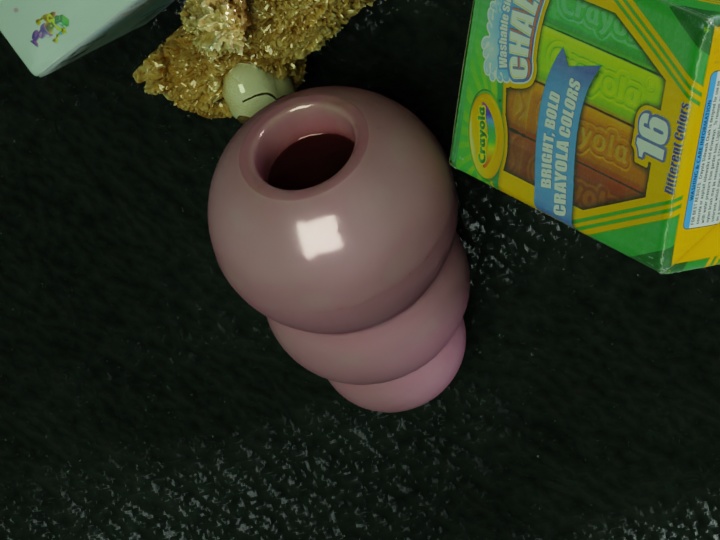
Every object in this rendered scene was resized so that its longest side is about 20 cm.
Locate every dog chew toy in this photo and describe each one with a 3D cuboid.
[{"bbox_3d":[0.000,0.000,1.369,0.124,0.125,0.200,-5,142,16],"label":"dog chew toy"}]

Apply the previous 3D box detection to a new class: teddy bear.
[{"bbox_3d":[-0.026,-0.138,1.335,0.200,0.145,0.067,-43,85,18],"label":"teddy bear"}]

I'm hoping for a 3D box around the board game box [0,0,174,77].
[{"bbox_3d":[-0.079,-0.187,1.326,0.200,0.148,0.064,-35,94,22],"label":"board game box"}]

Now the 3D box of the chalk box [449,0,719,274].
[{"bbox_3d":[0.128,-0.095,1.294,0.200,0.124,0.125,28,119,45],"label":"chalk box"}]
